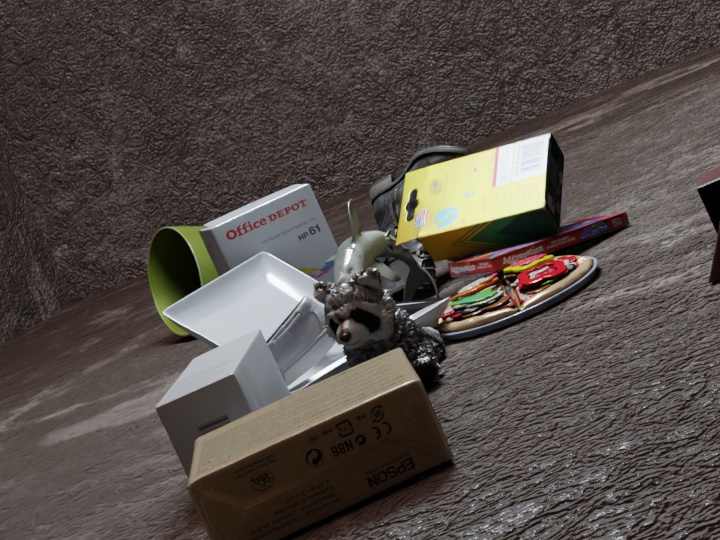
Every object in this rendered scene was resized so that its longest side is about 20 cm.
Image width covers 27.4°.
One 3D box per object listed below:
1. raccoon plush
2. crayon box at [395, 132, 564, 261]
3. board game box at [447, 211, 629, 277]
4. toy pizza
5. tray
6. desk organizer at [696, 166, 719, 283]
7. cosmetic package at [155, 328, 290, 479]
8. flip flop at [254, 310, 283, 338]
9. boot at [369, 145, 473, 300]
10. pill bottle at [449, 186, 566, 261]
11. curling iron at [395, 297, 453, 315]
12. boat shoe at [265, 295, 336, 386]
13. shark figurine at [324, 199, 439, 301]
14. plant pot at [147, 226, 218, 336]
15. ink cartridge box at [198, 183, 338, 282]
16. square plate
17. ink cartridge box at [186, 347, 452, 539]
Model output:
[{"bbox_3d":[0.015,0.051,1.467,0.097,0.134,0.200,-23,8,8],"label":"raccoon plush"},{"bbox_3d":[0.146,-0.085,1.797,0.200,0.051,0.127,-13,46,26],"label":"crayon box"},{"bbox_3d":[0.213,-0.031,1.769,0.200,0.019,0.103,-18,3,-26],"label":"board game box"},{"bbox_3d":[0.162,0.020,1.612,0.200,0.032,0.200,-23,9,4],"label":"toy pizza"},{"bbox_3d":[0.005,0.092,1.583,0.200,0.022,0.107,-30,1,-23],"label":"tray"},{"bbox_3d":[0.362,-0.057,1.394,0.077,0.072,0.200,-23,7,24],"label":"desk organizer"},{"bbox_3d":[-0.121,0.136,1.419,0.085,0.108,0.200,-24,6,6],"label":"cosmetic package"},{"bbox_3d":[-0.097,0.102,1.764,0.081,0.058,0.200,19,34,8],"label":"flip flop"},{"bbox_3d":[0.083,-0.055,1.928,0.069,0.175,0.200,14,-31,-36],"label":"boot"},{"bbox_3d":[0.178,-0.077,1.946,0.112,0.112,0.200,-29,9,-32],"label":"pill bottle"},{"bbox_3d":[0.026,0.055,1.707,0.199,0.026,0.050,-8,30,-3],"label":"curling iron"},{"bbox_3d":[-0.110,0.105,1.590,0.200,0.069,0.072,-40,8,20],"label":"boat shoe"},{"bbox_3d":[0.006,-0.013,1.813,0.089,0.128,0.214,-22,-11,30],"label":"shark figurine"},{"bbox_3d":[-0.233,0.004,2.535,0.200,0.188,0.187,-11,-1,-35],"label":"plant pot"},{"bbox_3d":[-0.098,0.005,1.892,0.144,0.200,0.085,-26,6,-14],"label":"ink cartridge box"},{"bbox_3d":[-0.098,0.065,1.739,0.200,0.028,0.198,30,37,22],"label":"square plate"},{"bbox_3d":[-0.036,0.146,1.206,0.200,0.075,0.165,-25,6,0],"label":"ink cartridge box"}]
